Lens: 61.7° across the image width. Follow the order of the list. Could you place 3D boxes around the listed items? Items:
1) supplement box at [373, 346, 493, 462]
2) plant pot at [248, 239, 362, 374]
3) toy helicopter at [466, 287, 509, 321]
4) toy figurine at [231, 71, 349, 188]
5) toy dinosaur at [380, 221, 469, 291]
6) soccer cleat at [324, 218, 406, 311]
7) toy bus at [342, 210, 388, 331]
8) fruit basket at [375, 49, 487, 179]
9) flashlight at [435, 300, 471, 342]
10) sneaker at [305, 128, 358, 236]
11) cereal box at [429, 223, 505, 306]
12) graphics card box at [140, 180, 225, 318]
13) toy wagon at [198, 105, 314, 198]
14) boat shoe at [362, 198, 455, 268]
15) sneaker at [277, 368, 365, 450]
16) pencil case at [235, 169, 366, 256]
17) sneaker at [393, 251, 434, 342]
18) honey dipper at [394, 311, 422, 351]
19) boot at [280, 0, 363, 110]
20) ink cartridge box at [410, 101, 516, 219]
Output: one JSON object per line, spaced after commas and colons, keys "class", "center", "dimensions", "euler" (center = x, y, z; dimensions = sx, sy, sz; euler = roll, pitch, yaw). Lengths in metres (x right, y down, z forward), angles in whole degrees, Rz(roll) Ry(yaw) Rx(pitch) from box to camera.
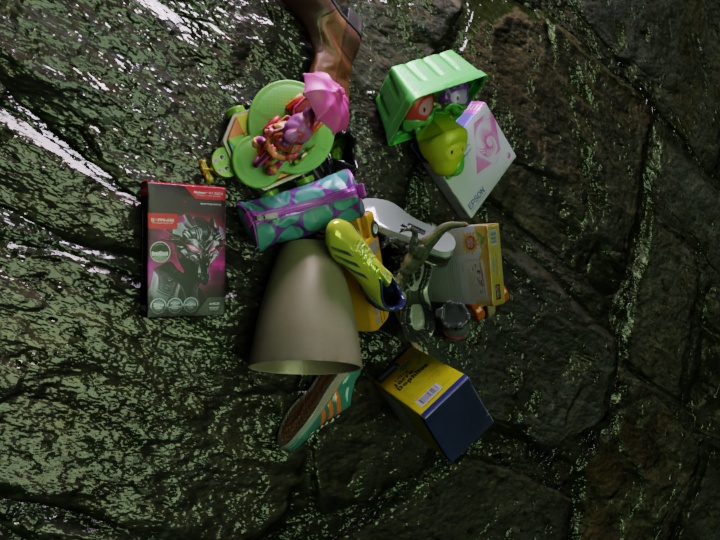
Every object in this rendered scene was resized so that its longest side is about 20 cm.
{"class": "supplement box", "center": [0.129, 0.238, 1.106], "dimensions": [0.109, 0.199, 0.110], "euler": [-38, 112, -15]}
{"class": "plant pot", "center": [-0.087, 0.059, 0.991], "dimensions": [0.184, 0.186, 0.204], "euler": [11, 72, -33]}
{"class": "toy helicopter", "center": [0.205, 0.009, 1.220], "dimensions": [0.078, 0.132, 0.202], "euler": [-33, 85, -9]}
{"class": "toy figurine", "center": [-0.094, -0.217, 0.892], "dimensions": [0.200, 0.183, 0.151], "euler": [-47, 105, -17]}
{"class": "toy dinosaur", "center": [0.091, -0.041, 1.055], "dimensions": [0.087, 0.200, 0.048], "euler": [31, 34, -17]}
{"class": "soccer cleat", "center": [0.013, -0.008, 0.974], "dimensions": [0.065, 0.083, 0.201], "euler": [-51, 129, -20]}
{"class": "toy bus", "center": [0.000, 0.000, 1.077], "dimensions": [0.078, 0.064, 0.204], "euler": [-40, 125, -54]}
{"class": "fruit basket", "center": [0.147, -0.284, 1.132], "dimensions": [0.211, 0.156, 0.220], "euler": [9, 62, -17]}
{"class": "flashlight", "center": [0.183, 0.097, 1.154], "dimensions": [0.067, 0.200, 0.068], "euler": [-40, 78, -2]}
{"class": "sneaker", "center": [-0.050, -0.160, 1.046], "dimensions": [0.073, 0.087, 0.204], "euler": [14, 84, -33]}
{"class": "cereal box", "center": [0.179, -0.012, 1.138], "dimensions": [0.039, 0.198, 0.147], "euler": [-11, 98, -37]}
{"class": "graphics card box", "center": [-0.272, -0.031, 0.926], "dimensions": [0.123, 0.051, 0.205], "euler": [1, 92, -34]}
{"class": "toy wagon", "center": [-0.165, -0.194, 0.983], "dimensions": [0.198, 0.039, 0.158], "euler": [-26, 97, -24]}
{"class": "boat shoe", "center": [0.077, -0.064, 1.116], "dimensions": [0.198, 0.064, 0.071], "euler": [29, 50, 10]}
{"class": "sneaker", "center": [-0.061, 0.241, 1.065], "dimensions": [0.201, 0.071, 0.080], "euler": [-51, 121, -16]}
{"class": "pencil case", "center": [-0.093, -0.096, 0.965], "dimensions": [0.197, 0.092, 0.087], "euler": [-20, 90, -16]}
{"class": "sneaker", "center": [0.102, 0.045, 1.156], "dimensions": [0.075, 0.089, 0.204], "euler": [0, 72, 3]}
{"class": "honey dipper", "center": [0.076, 0.087, 1.171], "dimensions": [0.038, 0.038, 0.202], "euler": [-39, 114, -26]}
{"class": "boot", "center": [-0.083, -0.370, 1.030], "dimensions": [0.187, 0.068, 0.204], "euler": [20, 76, -45]}
{"class": "ink cartridge box", "center": [0.220, -0.248, 1.253], "dimensions": [0.197, 0.043, 0.201], "euler": [-51, 118, -21]}
